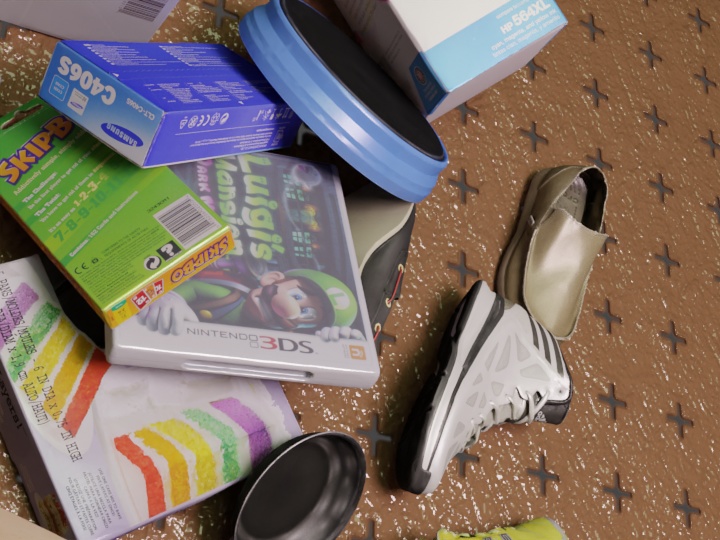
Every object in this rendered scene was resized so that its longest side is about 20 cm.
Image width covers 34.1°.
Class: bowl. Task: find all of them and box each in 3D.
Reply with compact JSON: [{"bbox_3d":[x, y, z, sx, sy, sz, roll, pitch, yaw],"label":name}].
[{"bbox_3d":[-0.008,-0.139,0.920,0.201,0.039,0.201,41,17,-16],"label":"bowl"}]

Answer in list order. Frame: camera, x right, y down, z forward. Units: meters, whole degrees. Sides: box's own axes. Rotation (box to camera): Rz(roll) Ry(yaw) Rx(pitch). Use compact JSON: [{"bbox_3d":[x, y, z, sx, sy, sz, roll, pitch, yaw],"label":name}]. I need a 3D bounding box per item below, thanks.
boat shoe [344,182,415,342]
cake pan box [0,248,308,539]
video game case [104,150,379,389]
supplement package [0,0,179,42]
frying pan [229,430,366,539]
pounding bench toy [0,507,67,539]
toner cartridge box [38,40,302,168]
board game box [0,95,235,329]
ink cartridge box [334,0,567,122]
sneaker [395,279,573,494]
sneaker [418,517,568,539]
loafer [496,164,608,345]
[{"bbox_3d":[-0.003,0.000,0.918,0.202,0.074,0.063,-63,142,-45],"label":"boat shoe"},{"bbox_3d":[-0.153,0.067,0.791,0.184,0.052,0.200,-16,78,-40],"label":"cake pan box"},{"bbox_3d":[-0.087,-0.013,0.810,0.181,0.023,0.200,8,47,-23],"label":"video game case"},{"bbox_3d":[-0.200,-0.294,0.857,0.150,0.152,0.200,14,62,-29],"label":"supplement package"},{"bbox_3d":[-0.065,0.188,0.799,0.190,0.031,0.115,-55,140,-3],"label":"frying pan"},{"bbox_3d":[-0.170,0.219,0.605,0.200,0.156,0.124,26,55,1],"label":"pounding bench toy"},{"bbox_3d":[-0.123,-0.121,0.829,0.095,0.043,0.200,33,21,17],"label":"toner cartridge box"},{"bbox_3d":[-0.178,-0.051,0.771,0.095,0.030,0.200,-35,58,-19],"label":"board game box"},{"bbox_3d":[0.056,-0.246,0.999,0.125,0.129,0.200,-31,89,-12],"label":"ink cartridge box"},{"bbox_3d":[0.108,0.105,0.918,0.115,0.076,0.201,29,52,-2],"label":"sneaker"},{"bbox_3d":[0.084,0.217,0.858,0.200,0.075,0.076,-19,74,-49],"label":"sneaker"},{"bbox_3d":[0.174,-0.019,1.038,0.076,0.067,0.200,26,57,-22],"label":"loafer"}]
